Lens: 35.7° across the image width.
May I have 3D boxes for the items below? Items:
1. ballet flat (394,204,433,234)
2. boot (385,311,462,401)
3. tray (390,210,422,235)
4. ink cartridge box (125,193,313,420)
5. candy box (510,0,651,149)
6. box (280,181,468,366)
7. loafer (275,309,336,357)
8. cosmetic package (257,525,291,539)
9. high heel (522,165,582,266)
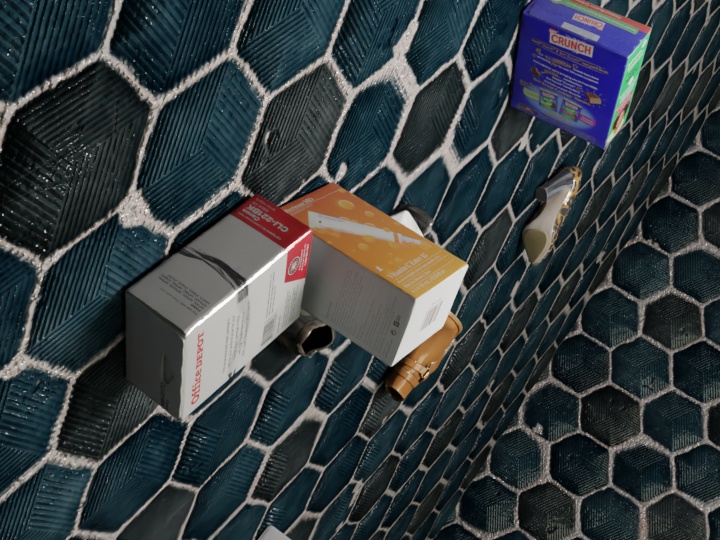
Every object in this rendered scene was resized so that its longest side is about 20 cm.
[{"bbox_3d":[0.072,-0.022,1.635,0.066,0.057,0.200,-47,158,-24],"label":"ballet flat"},{"bbox_3d":[0.098,0.140,1.937,0.155,0.077,0.200,-47,165,-17],"label":"boot"},{"bbox_3d":[0.036,-0.022,1.515,0.107,0.022,0.200,-22,160,7],"label":"tray"},{"bbox_3d":[-0.148,0.037,1.163,0.200,0.084,0.144,-42,156,-39],"label":"ink cartridge box"},{"bbox_3d":[0.318,-0.297,1.644,0.077,0.169,0.200,-52,160,-26],"label":"candy box"},{"bbox_3d":[0.000,0.000,1.285,0.124,0.200,0.098,-32,148,-52],"label":"box"},{"bbox_3d":[-0.067,0.086,1.457,0.072,0.063,0.200,-58,160,0],"label":"loafer"},{"bbox_3d":[-0.114,0.561,1.847,0.165,0.200,0.165,-50,159,-22],"label":"cosmetic package"},{"bbox_3d":[0.393,-0.109,2.235,0.142,0.071,0.200,-33,140,-38],"label":"high heel"}]
